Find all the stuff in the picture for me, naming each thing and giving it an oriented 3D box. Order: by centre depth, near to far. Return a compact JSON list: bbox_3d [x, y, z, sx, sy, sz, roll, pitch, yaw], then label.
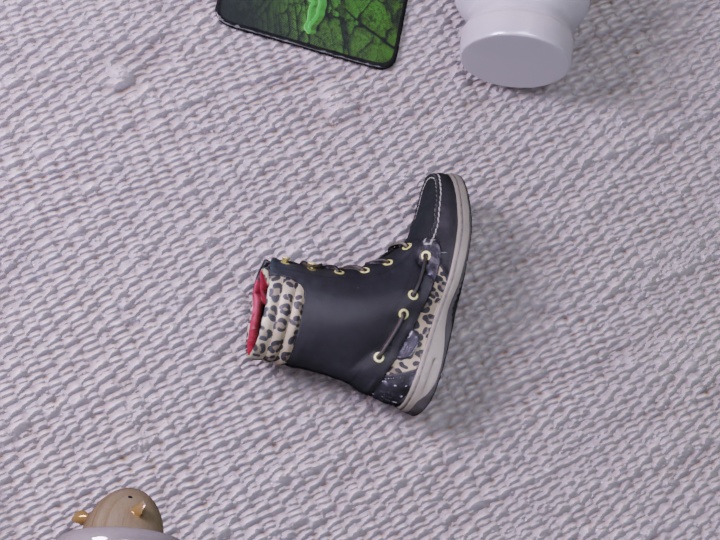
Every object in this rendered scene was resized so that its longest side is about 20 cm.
[{"bbox_3d":[-0.169,0.250,1.317,0.138,0.138,0.200,4,67,-12],"label":"toy sheep"},{"bbox_3d":[0.000,0.000,1.481,0.154,0.073,0.204,16,71,-13],"label":"boot"},{"bbox_3d":[0.140,-0.265,1.594,0.116,0.116,0.200,11,69,-10],"label":"pill bottle"},{"bbox_3d":[-0.030,-0.278,1.617,0.161,0.008,0.200,15,67,-8],"label":"mouse mat"}]
